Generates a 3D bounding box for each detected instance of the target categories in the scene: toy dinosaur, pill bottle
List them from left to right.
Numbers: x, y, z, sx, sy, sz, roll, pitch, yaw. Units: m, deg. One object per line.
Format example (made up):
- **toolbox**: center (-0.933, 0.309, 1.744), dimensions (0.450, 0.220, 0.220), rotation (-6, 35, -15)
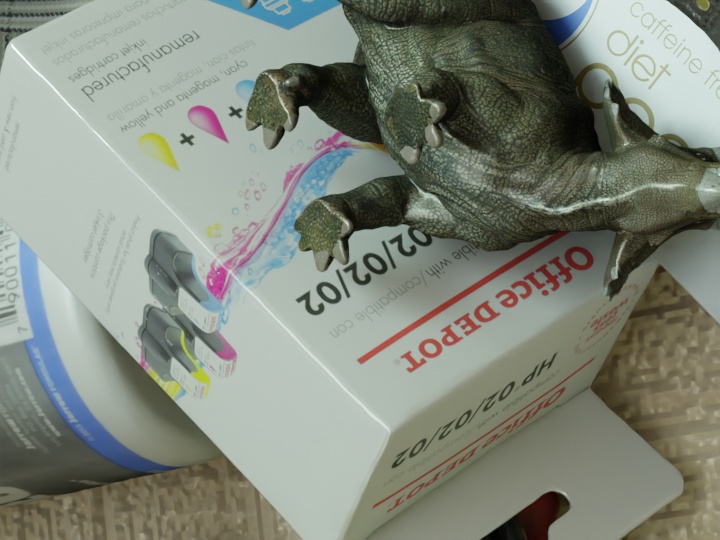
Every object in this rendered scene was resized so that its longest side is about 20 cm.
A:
- **pill bottle**: center (-0.134, 0.024, 0.929), dimensions (0.199, 0.114, 0.114), rotation (-14, 79, 32)
- **toy dinosaur**: center (0.023, -0.052, 0.775), dimensions (0.200, 0.102, 0.077), rotation (48, 126, 36)

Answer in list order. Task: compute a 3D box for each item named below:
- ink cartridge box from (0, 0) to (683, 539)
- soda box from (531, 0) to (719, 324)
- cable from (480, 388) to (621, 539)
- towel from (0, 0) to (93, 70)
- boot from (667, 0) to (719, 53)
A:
- **ink cartridge box**: center (0.000, 0.000, 0.806), dimensions (0.200, 0.115, 0.068), rotation (45, 142, 18)
- **soda box**: center (0.084, -0.061, 0.820), dimensions (0.200, 0.064, 0.068), rotation (47, 111, 25)
- **cable**: center (0.055, 0.115, 0.839), dimensions (0.097, 0.050, 0.200), rotation (-25, 75, -8)
- **towel**: center (-0.134, -0.142, 0.986), dimensions (0.199, 0.034, 0.193), rotation (7, 91, 33)
- **boot**: center (0.092, -0.141, 0.799), dimensions (0.174, 0.200, 0.069), rotation (30, 143, 6)
